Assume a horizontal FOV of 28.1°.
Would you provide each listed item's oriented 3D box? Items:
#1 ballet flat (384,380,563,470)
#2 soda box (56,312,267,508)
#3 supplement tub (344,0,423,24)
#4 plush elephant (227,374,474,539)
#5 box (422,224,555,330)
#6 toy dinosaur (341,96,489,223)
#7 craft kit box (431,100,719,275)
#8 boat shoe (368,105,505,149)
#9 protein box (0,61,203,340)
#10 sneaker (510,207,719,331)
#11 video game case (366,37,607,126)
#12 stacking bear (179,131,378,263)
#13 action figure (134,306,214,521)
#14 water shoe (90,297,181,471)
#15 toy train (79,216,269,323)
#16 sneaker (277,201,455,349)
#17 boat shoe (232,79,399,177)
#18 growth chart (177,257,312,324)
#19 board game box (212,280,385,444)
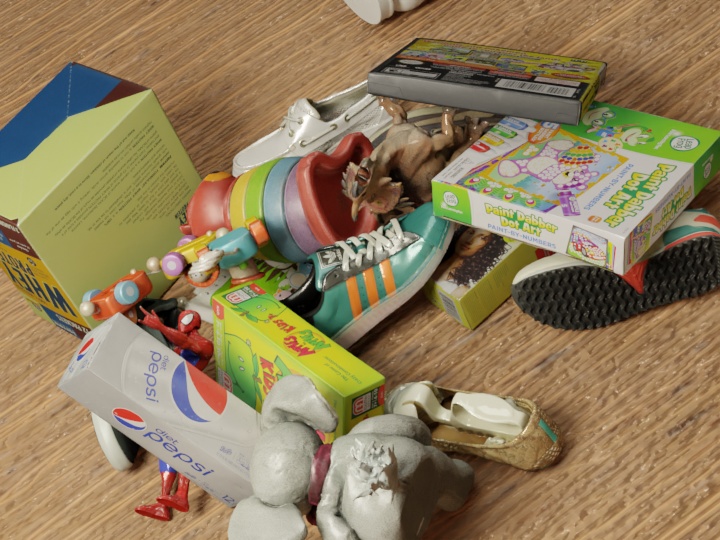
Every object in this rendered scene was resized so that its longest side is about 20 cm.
[{"bbox_3d":[0.079,0.123,1.247,0.199,0.065,0.071,4,52,28],"label":"ballet flat"},{"bbox_3d":[-0.161,0.125,1.260,0.068,0.200,0.064,-29,29,50],"label":"soda box"},{"bbox_3d":[0.061,-0.393,1.670,0.200,0.145,0.144,-38,45,-12],"label":"supplement tub"},{"bbox_3d":[-0.021,0.176,1.154,0.154,0.200,0.166,12,63,27],"label":"plush elephant"},{"bbox_3d":[0.149,-0.036,1.372,0.200,0.050,0.075,-41,46,-15],"label":"box"},{"bbox_3d":[0.055,-0.091,1.373,0.086,0.199,0.137,12,82,51],"label":"toy dinosaur"},{"bbox_3d":[0.199,-0.087,1.307,0.197,0.049,0.200,21,43,29],"label":"craft kit box"},{"bbox_3d":[0.086,-0.125,1.465,0.199,0.075,0.074,-24,44,4],"label":"boat shoe"},{"bbox_3d":[-0.280,-0.066,1.489,0.134,0.201,0.199,22,62,38],"label":"protein box"},{"bbox_3d":[0.235,-0.008,1.306,0.198,0.071,0.094,-15,28,14],"label":"sneaker"},{"bbox_3d":[0.125,-0.183,1.370,0.198,0.026,0.181,10,22,14],"label":"video game case"},{"bbox_3d":[-0.090,-0.062,1.443,0.199,0.115,0.121,-5,16,35],"label":"stacking bear"},{"bbox_3d":[-0.190,0.117,1.327,0.065,0.099,0.201,-29,43,45],"label":"action figure"},{"bbox_3d":[-0.212,0.101,1.399,0.078,0.072,0.201,-12,47,10],"label":"water shoe"},{"bbox_3d":[-0.169,0.011,1.379,0.199,0.056,0.150,-14,18,42],"label":"toy train"},{"bbox_3d":[0.000,0.000,1.339,0.200,0.080,0.072,-44,28,13],"label":"sneaker"},{"bbox_3d":[-0.054,-0.157,1.551,0.199,0.070,0.071,-26,39,-6],"label":"boat shoe"},{"bbox_3d":[-0.101,-0.015,1.492,0.144,0.018,0.201,9,56,30],"label":"growth chart"},{"bbox_3d":[-0.059,0.100,1.299,0.047,0.102,0.200,-21,37,-33],"label":"board game box"}]
